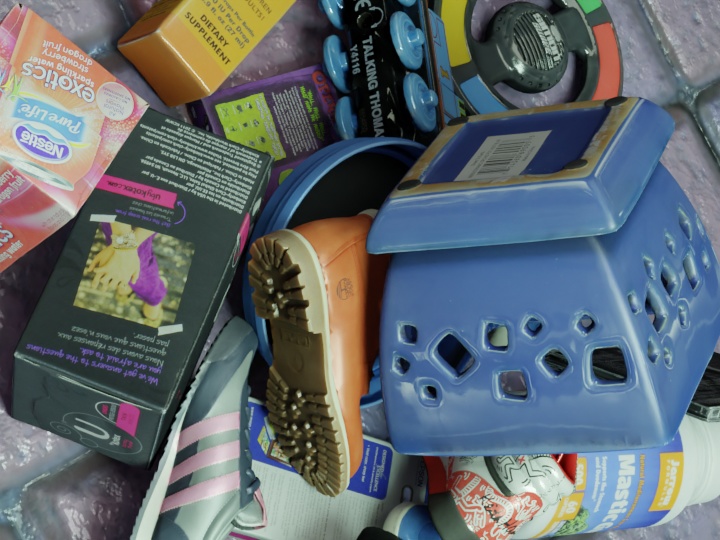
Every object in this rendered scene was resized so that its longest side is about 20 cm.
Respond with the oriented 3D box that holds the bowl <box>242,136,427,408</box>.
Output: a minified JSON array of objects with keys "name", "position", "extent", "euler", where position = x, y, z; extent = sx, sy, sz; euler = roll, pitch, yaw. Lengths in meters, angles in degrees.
[{"name":"bowl","position":[0.000,0.000,1.226],"extent":[0.200,0.039,0.202],"euler":[-16,116,-35]}]

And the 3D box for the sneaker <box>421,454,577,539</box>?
[{"name":"sneaker","position":[0.096,0.116,1.217],"extent":[0.067,0.108,0.202],"euler":[50,13,-26]}]

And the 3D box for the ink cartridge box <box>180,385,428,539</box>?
[{"name":"ink cartridge box","position":[-0.043,0.154,1.217],"extent":[0.199,0.037,0.095],"euler":[20,67,-24]}]

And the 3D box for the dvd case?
[{"name":"dvd case","position":[0.257,0.084,1.335],"extent":[0.148,0.200,0.016],"euler":[-2,102,-33]}]

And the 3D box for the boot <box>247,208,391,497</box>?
[{"name":"boot","position":[-0.010,0.056,1.167],"extent":[0.107,0.075,0.201],"euler":[-24,121,-38]}]

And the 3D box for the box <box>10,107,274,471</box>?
[{"name":"box","position":[-0.145,0.011,1.128],"extent":[0.106,0.122,0.201],"euler":[22,63,-1]}]

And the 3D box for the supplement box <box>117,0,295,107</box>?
[{"name":"supplement box","position":[-0.089,-0.213,1.267],"extent":[0.067,0.069,0.200],"euler":[49,59,-22]}]

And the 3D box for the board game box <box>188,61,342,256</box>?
[{"name":"board game box","position":[-0.043,-0.049,1.283],"extent":[0.120,0.032,0.201],"euler":[-19,87,-31]}]

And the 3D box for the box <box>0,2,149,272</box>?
[{"name":"box","position":[-0.231,-0.070,1.065],"extent":[0.103,0.200,0.095],"euler":[39,58,-17]}]

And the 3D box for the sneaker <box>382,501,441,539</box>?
[{"name":"sneaker","position":[0.107,0.234,1.216],"extent":[0.200,0.111,0.077],"euler":[52,50,-24]}]

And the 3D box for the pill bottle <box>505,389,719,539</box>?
[{"name":"pill bottle","position":[0.190,0.146,1.319],"extent":[0.199,0.112,0.113],"euler":[0,75,-32]}]

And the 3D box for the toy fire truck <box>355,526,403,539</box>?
[{"name":"toy fire truck","position":[0.067,0.287,1.121],"extent":[0.129,0.199,0.176],"euler":[-54,143,-31]}]

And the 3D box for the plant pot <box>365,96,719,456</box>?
[{"name":"plant pot","position":[0.121,-0.003,1.137],"extent":[0.200,0.199,0.181],"euler":[-51,131,-54]}]

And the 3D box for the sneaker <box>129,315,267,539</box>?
[{"name":"sneaker","position":[-0.092,0.132,1.127],"extent":[0.082,0.070,0.201],"euler":[19,76,1]}]

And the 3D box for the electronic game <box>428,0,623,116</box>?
[{"name":"electronic game","position":[0.142,-0.189,1.433],"extent":[0.199,0.042,0.201],"euler":[10,70,-29]}]

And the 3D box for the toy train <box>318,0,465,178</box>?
[{"name":"toy train","position":[0.026,-0.156,1.314],"extent":[0.114,0.086,0.201],"euler":[29,49,-59]}]

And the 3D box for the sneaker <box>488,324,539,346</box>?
[{"name":"sneaker","position":[0.180,0.016,1.360],"extent":[0.111,0.077,0.200],"euler":[36,52,-3]}]
